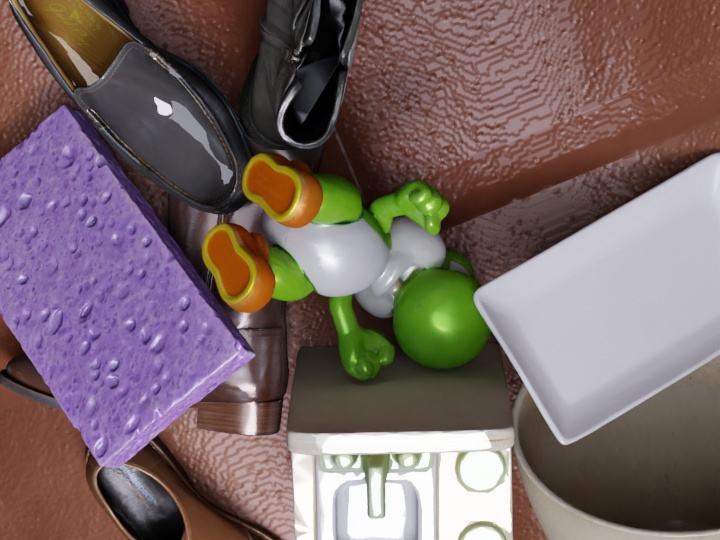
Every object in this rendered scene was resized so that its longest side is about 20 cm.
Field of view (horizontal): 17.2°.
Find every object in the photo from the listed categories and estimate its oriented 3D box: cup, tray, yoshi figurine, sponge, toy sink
[{"bbox_3d":[0.193,0.142,1.437,0.199,0.201,0.144,-5,127,2],"label":"cup"},{"bbox_3d":[0.168,0.017,1.432,0.200,0.022,0.108,-29,84,-24],"label":"tray"},{"bbox_3d":[0.011,0.004,1.394,0.112,0.200,0.113,-14,69,38],"label":"yoshi figurine"},{"bbox_3d":[-0.161,0.009,1.426,0.111,0.030,0.200,-41,69,10],"label":"sponge"},{"bbox_3d":[0.025,0.121,1.413,0.130,0.200,0.113,-2,102,0],"label":"toy sink"}]

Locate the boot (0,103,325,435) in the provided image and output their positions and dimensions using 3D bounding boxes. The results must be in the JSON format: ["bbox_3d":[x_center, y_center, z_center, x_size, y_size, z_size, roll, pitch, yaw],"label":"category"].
[{"bbox_3d":[-0.123,-0.009,1.459,0.185,0.064,0.201,7,99,0],"label":"boot"}]

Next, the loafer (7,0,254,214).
[{"bbox_3d":[-0.142,-0.109,1.404,0.200,0.072,0.073,44,104,9],"label":"loafer"}]

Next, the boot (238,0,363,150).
[{"bbox_3d":[-0.017,-0.164,1.371,0.067,0.131,0.201,12,86,-13],"label":"boot"}]

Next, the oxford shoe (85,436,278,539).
[{"bbox_3d":[-0.100,0.182,1.494,0.200,0.071,0.071,42,98,-9],"label":"oxford shoe"}]
